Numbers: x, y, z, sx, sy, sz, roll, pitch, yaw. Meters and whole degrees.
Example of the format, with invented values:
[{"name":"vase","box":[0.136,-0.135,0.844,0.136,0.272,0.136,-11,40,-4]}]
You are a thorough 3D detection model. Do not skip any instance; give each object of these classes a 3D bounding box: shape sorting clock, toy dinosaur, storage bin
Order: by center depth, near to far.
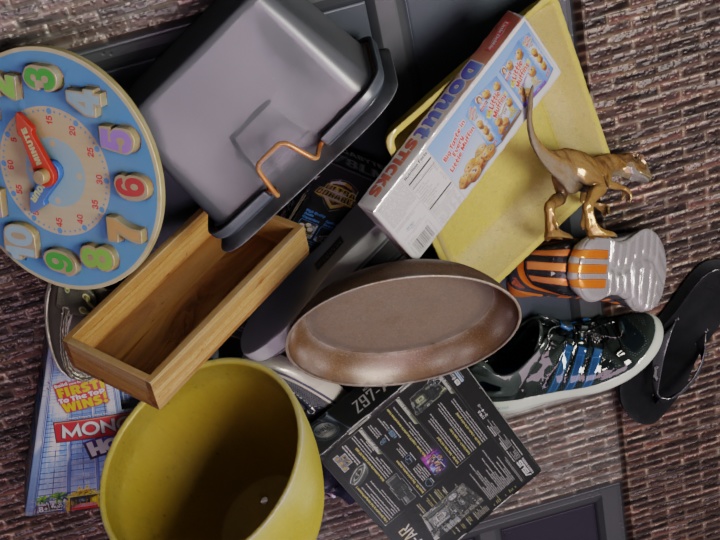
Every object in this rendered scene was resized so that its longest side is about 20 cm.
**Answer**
[{"name":"shape sorting clock","box":[-0.242,-0.078,1.142,0.198,0.039,0.202,13,117,26]},{"name":"storage bin","box":[-0.089,-0.134,1.144,0.200,0.146,0.134,-42,114,18]},{"name":"toy dinosaur","box":[0.178,-0.082,1.231,0.060,0.107,0.199,-6,170,38]}]

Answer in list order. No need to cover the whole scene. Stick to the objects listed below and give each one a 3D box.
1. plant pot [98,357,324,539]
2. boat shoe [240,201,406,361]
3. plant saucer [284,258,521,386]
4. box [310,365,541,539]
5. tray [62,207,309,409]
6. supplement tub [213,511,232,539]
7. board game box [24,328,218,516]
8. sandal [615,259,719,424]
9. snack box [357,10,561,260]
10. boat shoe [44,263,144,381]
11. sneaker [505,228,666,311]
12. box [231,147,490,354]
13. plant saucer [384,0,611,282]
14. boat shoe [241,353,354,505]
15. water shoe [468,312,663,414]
[{"name":"plant pot","box":[-0.110,0.199,1.280,0.199,0.201,0.142,-29,139,8]},{"name":"boat shoe","box":[-0.019,0.014,1.251,0.066,0.070,0.200,36,104,-30]},{"name":"plant saucer","box":[0.034,0.042,1.204,0.198,0.032,0.201,-7,151,-4]},{"name":"box","box":[0.062,0.173,1.369,0.160,0.044,0.200,-39,125,-1]},{"name":"tray","box":[-0.141,0.021,1.190,0.200,0.098,0.037,-48,144,-32]},{"name":"supplement tub","box":[-0.145,0.312,1.445,0.143,0.145,0.201,-24,128,5]},{"name":"board game box","box":[-0.226,0.124,1.340,0.198,0.062,0.201,-7,128,-9]},{"name":"sandal","box":[0.319,0.079,1.451,0.075,0.043,0.201,11,122,-21]},{"name":"snack box","box":[0.081,-0.107,1.151,0.201,0.024,0.072,-52,132,-9]},{"name":"boat shoe","box":[-0.220,0.005,1.218,0.071,0.060,0.204,8,105,-25]},{"name":"sneaker","box":[0.204,-0.007,1.346,0.199,0.111,0.078,10,86,-53]},{"name":"box","box":[0.000,0.000,1.312,0.199,0.050,0.199,20,118,-25]},{"name":"plant saucer","box":[0.111,-0.103,1.226,0.200,0.048,0.201,-42,131,-18]},{"name":"boat shoe","box":[-0.051,0.151,1.365,0.200,0.074,0.093,37,71,-38]},{"name":"water shoe","box":[0.198,0.079,1.403,0.198,0.072,0.079,-22,130,3]}]
